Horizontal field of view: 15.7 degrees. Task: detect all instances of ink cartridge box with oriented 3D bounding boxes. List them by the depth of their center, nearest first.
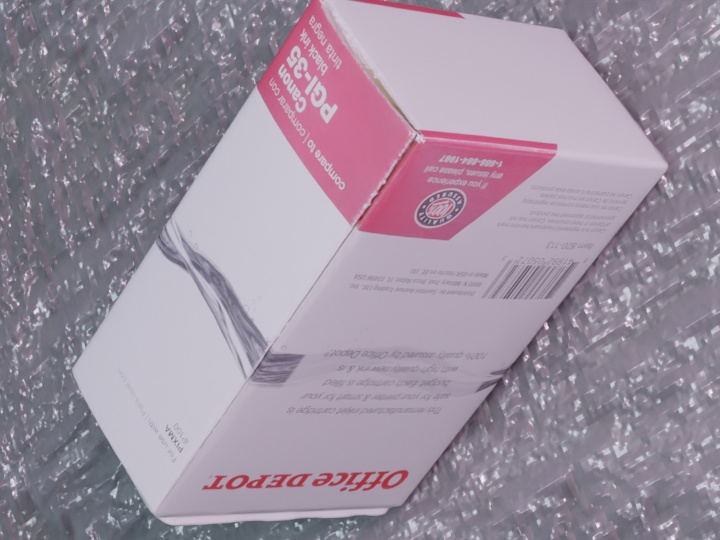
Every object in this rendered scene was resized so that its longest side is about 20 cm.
[{"bbox_3d":[0.000,0.000,1.008,0.200,0.146,0.083,-54,54,29],"label":"ink cartridge box"}]
